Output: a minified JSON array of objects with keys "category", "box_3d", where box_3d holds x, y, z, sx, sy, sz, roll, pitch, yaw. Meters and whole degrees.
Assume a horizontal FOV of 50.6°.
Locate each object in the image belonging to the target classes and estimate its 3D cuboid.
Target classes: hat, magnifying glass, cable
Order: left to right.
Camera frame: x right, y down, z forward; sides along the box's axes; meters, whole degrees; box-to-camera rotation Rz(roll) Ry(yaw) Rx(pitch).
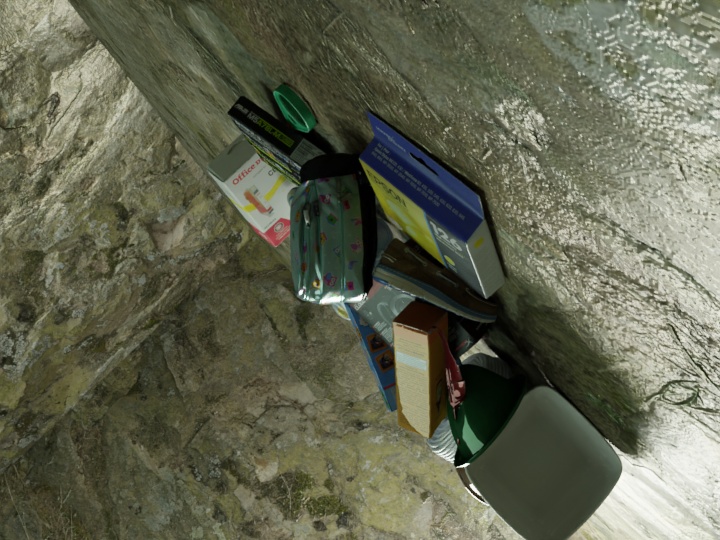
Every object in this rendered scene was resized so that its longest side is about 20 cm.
[{"category":"magnifying glass","box_3d":[-0.105,-0.238,1.194,0.080,0.022,0.200,47,174,-1]},{"category":"hat","box_3d":[0.136,0.167,1.143,0.175,0.201,0.166,37,-151,0]},{"category":"cable","box_3d":[0.188,0.236,1.332,0.069,0.201,0.200,30,-162,-7]}]

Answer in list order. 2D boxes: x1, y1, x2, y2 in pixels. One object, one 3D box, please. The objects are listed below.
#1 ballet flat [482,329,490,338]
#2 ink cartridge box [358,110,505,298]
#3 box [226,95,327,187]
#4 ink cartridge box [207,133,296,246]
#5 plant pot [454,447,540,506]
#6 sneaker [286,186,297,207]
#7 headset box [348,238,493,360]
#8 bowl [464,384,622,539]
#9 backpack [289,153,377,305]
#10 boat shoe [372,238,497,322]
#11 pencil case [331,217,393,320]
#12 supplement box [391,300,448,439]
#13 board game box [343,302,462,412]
[{"category":"ballet flat","box_3d":[0.122,0.054,1.249,0.200,0.071,0.069,46,179,5]},{"category":"ink cartridge box","box_3d":[0.082,-0.075,0.928,0.198,0.047,0.200,43,174,33]},{"category":"box","box_3d":[-0.114,-0.189,1.290,0.199,0.048,0.193,37,176,20]},{"category":"ink cartridge box","box_3d":[-0.189,-0.171,1.525,0.083,0.145,0.200,37,168,47]},{"category":"plant pot","box_3d":[0.282,0.316,1.334,0.200,0.200,0.198,46,164,5]},{"category":"sneaker","box_3d":[-0.066,-0.122,1.441,0.199,0.076,0.105,36,156,23]},{"category":"headset box","box_3d":[0.087,0.056,1.179,0.200,0.077,0.149,46,135,6]},{"category":"bowl","box_3d":[0.278,0.305,1.188,0.200,0.200,0.075,45,173,6]},{"category":"backpack","box_3d":[-0.038,-0.053,1.070,0.167,0.125,0.203,55,-146,-89]},{"category":"boat shoe","box_3d":[0.116,0.014,1.051,0.198,0.073,0.072,22,-179,-26]},{"category":"pencil case","box_3d":[0.000,0.000,1.315,0.201,0.090,0.084,101,151,-49]},{"category":"supplement box","box_3d":[0.091,0.150,1.137,0.068,0.066,0.202,13,125,30]},{"category":"board game box","box_3d":[0.077,0.117,1.302,0.202,0.150,0.037,68,167,-11]}]
